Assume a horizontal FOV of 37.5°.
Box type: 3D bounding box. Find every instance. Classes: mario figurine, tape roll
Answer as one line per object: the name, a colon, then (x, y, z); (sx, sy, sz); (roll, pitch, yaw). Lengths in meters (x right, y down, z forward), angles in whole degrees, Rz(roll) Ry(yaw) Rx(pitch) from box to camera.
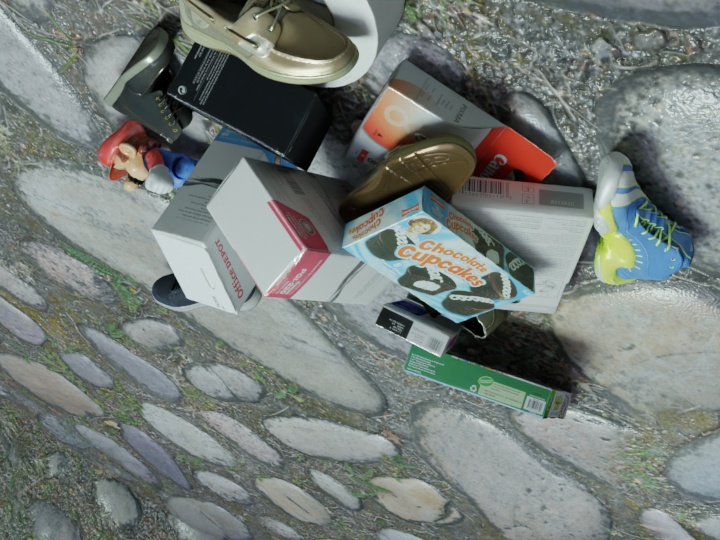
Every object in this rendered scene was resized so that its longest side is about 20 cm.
mario figurine: (-0.273, -0.128, 1.462); (0.199, 0.106, 0.124); (18, 150, 16)
tape roll: (-0.059, -0.283, 1.068); (0.202, 0.071, 0.203); (22, 150, 13)

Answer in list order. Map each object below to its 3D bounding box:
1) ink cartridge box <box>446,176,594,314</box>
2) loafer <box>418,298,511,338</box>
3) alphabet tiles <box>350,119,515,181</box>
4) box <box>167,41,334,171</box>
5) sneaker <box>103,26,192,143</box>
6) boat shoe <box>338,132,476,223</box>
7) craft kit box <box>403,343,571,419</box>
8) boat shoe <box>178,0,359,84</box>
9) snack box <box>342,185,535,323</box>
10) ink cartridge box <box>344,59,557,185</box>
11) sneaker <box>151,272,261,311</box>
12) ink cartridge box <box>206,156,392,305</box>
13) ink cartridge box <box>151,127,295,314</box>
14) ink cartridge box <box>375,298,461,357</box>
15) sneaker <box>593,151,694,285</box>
ink cartridge box: (0.168, -0.026, 1.223); (0.160, 0.050, 0.200); (5, 148, 0)
loafer: (0.105, 0.020, 1.387); (0.199, 0.070, 0.075); (30, 150, -1)
alphabet tiles: (0.089, -0.126, 1.234); (0.195, 0.015, 0.200); (10, 145, 32)
box: (-0.114, -0.181, 1.177); (0.141, 0.079, 0.200); (31, -177, 2)
sneaker: (-0.243, -0.229, 1.323); (0.106, 0.075, 0.200); (34, 160, -17)
boat shoe: (0.050, -0.105, 1.145); (0.073, 0.063, 0.200); (41, 141, -22)
craft kit box: (0.180, 0.154, 1.463); (0.199, 0.049, 0.197); (18, 176, 19)
boat shoe: (-0.094, -0.240, 1.028); (0.199, 0.072, 0.065); (24, 151, 21)
snack box: (0.089, -0.013, 1.174); (0.116, 0.037, 0.200); (-24, 137, 37)
ink cartridge box: (0.093, -0.123, 1.172); (0.200, 0.050, 0.162); (35, 151, -2)
sneaker: (-0.272, 0.003, 1.671); (0.201, 0.077, 0.146); (-1, 150, 28)
ink cartridge box: (-0.058, -0.042, 1.224); (0.085, 0.200, 0.146); (-48, 61, 24)
ink cartridge box: (-0.162, -0.071, 1.351); (0.083, 0.201, 0.145); (15, 147, 24)
ink cartridge box: (0.082, 0.073, 1.419); (0.094, 0.037, 0.200); (25, -173, 9)
sneaker: (0.300, -0.053, 1.117); (0.104, 0.076, 0.200); (5, 151, 16)
